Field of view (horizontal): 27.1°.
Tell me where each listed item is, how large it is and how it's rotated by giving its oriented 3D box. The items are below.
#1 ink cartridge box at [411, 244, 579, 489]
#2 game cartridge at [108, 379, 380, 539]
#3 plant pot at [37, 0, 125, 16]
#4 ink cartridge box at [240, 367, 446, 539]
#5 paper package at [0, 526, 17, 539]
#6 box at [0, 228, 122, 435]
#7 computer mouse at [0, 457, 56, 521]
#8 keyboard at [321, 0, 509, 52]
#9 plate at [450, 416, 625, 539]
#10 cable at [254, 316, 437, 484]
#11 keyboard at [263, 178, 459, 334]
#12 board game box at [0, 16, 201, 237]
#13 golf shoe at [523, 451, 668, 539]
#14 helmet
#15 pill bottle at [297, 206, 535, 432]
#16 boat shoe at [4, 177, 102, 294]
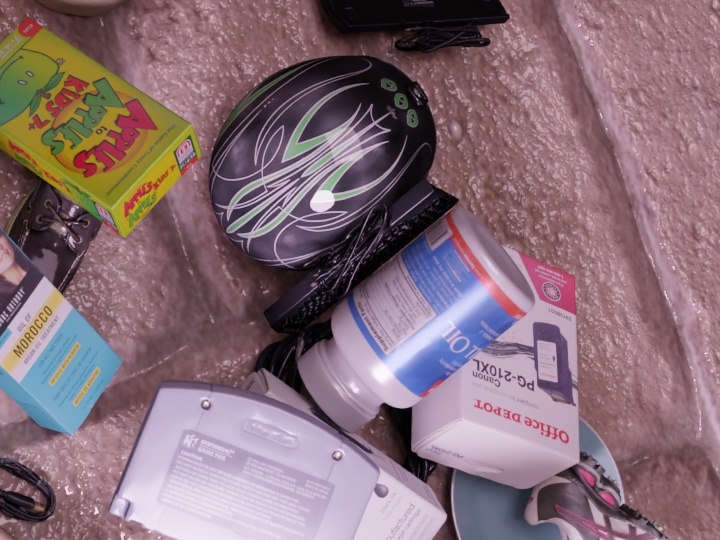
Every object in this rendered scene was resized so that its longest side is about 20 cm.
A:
[{"bbox_3d":[0.127,0.085,1.404,0.143,0.084,0.202,21,55,-27],"label":"ink cartridge box"},{"bbox_3d":[-0.091,0.171,1.226,0.198,0.040,0.135,23,98,-11],"label":"game cartridge"},{"bbox_3d":[-0.231,-0.317,1.312,0.198,0.183,0.203,7,74,-23],"label":"plant pot"},{"bbox_3d":[-0.048,0.204,1.298,0.199,0.084,0.145,36,92,-12],"label":"ink cartridge box"},{"bbox_3d":[-0.300,0.315,1.170,0.200,0.103,0.191,40,64,-10],"label":"paper package"},{"bbox_3d":[-0.284,0.042,1.223,0.083,0.049,0.201,-58,134,-25],"label":"box"},{"bbox_3d":[-0.343,0.168,1.224,0.198,0.034,0.059,16,70,-21],"label":"computer mouse"},{"bbox_3d":[0.053,-0.257,1.514,0.198,0.040,0.105,-8,56,-26],"label":"keyboard"},{"bbox_3d":[0.170,0.228,1.456,0.198,0.026,0.203,6,76,-24],"label":"plate"},{"bbox_3d":[-0.014,0.146,1.375,0.162,0.051,0.202,-26,90,-28],"label":"cable"},{"bbox_3d":[0.000,0.000,1.307,0.040,0.200,0.104,56,17,23],"label":"keyboard"},{"bbox_3d":[-0.243,-0.125,1.274,0.199,0.048,0.102,33,69,22],"label":"board game box"},{"bbox_3d":[0.243,0.261,1.439,0.200,0.077,0.088,43,84,-7],"label":"golf shoe"},{"bbox_3d":[-0.040,-0.095,1.355,0.201,0.199,0.190,55,45,-3],"label":"helmet"},{"bbox_3d":[0.045,0.048,1.300,0.199,0.112,0.112,-40,97,13],"label":"pill bottle"},{"bbox_3d":[-0.259,-0.055,1.300,0.073,0.065,0.202,24,69,-20],"label":"boat shoe"}]
